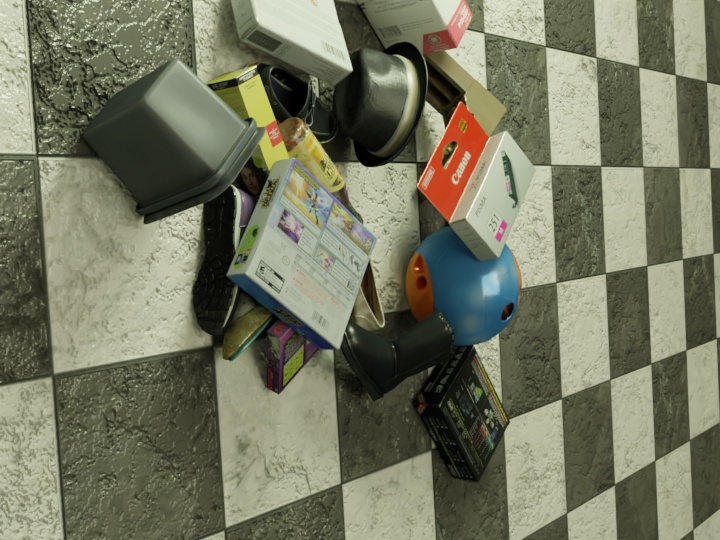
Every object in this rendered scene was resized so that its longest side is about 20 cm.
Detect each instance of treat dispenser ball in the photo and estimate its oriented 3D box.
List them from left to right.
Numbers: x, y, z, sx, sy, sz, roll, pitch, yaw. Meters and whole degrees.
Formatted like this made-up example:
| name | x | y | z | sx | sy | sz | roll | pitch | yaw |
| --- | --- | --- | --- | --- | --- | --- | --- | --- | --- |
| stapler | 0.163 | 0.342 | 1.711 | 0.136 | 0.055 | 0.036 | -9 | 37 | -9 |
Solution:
| name | x | y | z | sx | sy | sz | roll | pitch | yaw |
| --- | --- | --- | --- | --- | --- | --- | --- | --- | --- |
| treat dispenser ball | 0.173 | 0.024 | 1.577 | 0.199 | 0.198 | 0.206 | 1 | 88 | -50 |

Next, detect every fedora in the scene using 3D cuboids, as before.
| name | x | y | z | sx | sy | sz | roll | pitch | yaw |
| --- | --- | --- | --- | --- | --- | --- | --- | --- | --- |
| fedora | 0.017 | -0.265 | 1.423 | 0.090 | 0.199 | 0.205 | 17 | 76 | -36 |

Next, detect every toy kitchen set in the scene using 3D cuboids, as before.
| name | x | y | z | sx | sy | sz | roll | pitch | yaw |
| --- | --- | --- | --- | --- | --- | --- | --- | --- | --- |
| toy kitchen set | 0.109 | -0.233 | 1.598 | 0.180 | 0.163 | 0.201 | 40 | 56 | -9 |

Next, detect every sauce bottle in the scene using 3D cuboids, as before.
| name | x | y | z | sx | sy | sz | roll | pitch | yaw |
| --- | --- | --- | --- | --- | --- | --- | --- | --- | --- |
| sauce bottle | -0.060 | -0.133 | 1.379 | 0.201 | 0.065 | 0.067 | 53 | 52 | -37 |

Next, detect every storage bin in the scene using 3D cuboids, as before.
| name | x | y | z | sx | sy | sz | roll | pitch | yaw |
| --- | --- | --- | --- | --- | --- | --- | --- | --- | --- |
| storage bin | -0.227 | -0.166 | 1.116 | 0.135 | 0.198 | 0.147 | 47 | 55 | -26 |

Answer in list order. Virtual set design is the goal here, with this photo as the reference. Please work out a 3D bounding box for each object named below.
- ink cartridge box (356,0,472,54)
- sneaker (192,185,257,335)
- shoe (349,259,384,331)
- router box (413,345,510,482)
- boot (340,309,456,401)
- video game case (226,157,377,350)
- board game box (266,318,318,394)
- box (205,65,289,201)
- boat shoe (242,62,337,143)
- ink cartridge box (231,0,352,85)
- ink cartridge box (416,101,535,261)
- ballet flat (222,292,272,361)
| name | x | y | z | sx | sy | sz | roll | pitch | yaw |
| --- | --- | --- | --- | --- | --- | --- | --- | --- | --- |
| ink cartridge box | 0.071 | -0.453 | 1.505 | 0.201 | 0.144 | 0.086 | 51 | 55 | -37 |
| sneaker | -0.167 | -0.010 | 1.270 | 0.087 | 0.075 | 0.205 | 20 | 74 | -54 |
| shoe | 0.000 | 0.000 | 1.482 | 0.069 | 0.053 | 0.204 | -23 | 107 | -48 |
| router box | 0.187 | 0.258 | 1.695 | 0.150 | 0.061 | 0.202 | -51 | 126 | -36 |
| boot | 0.057 | 0.107 | 1.449 | 0.166 | 0.077 | 0.201 | -31 | 139 | 0 |
| video game case | -0.074 | -0.020 | 1.282 | 0.200 | 0.045 | 0.184 | 42 | 58 | -38 |
| board game box | -0.072 | 0.075 | 1.373 | 0.200 | 0.032 | 0.121 | -47 | 157 | -41 |
| box | -0.147 | -0.175 | 1.295 | 0.050 | 0.074 | 0.203 | -38 | 117 | -43 |
| boat shoe | -0.093 | -0.244 | 1.370 | 0.199 | 0.061 | 0.076 | 29 | 66 | -47 |
| ink cartridge box | -0.107 | -0.381 | 1.356 | 0.198 | 0.043 | 0.177 | 16 | 52 | -48 |
| ink cartridge box | 0.190 | -0.148 | 1.486 | 0.174 | 0.043 | 0.202 | 46 | 54 | -26 |
| ballet flat | -0.143 | 0.046 | 1.310 | 0.200 | 0.070 | 0.072 | -45 | 122 | -40 |
